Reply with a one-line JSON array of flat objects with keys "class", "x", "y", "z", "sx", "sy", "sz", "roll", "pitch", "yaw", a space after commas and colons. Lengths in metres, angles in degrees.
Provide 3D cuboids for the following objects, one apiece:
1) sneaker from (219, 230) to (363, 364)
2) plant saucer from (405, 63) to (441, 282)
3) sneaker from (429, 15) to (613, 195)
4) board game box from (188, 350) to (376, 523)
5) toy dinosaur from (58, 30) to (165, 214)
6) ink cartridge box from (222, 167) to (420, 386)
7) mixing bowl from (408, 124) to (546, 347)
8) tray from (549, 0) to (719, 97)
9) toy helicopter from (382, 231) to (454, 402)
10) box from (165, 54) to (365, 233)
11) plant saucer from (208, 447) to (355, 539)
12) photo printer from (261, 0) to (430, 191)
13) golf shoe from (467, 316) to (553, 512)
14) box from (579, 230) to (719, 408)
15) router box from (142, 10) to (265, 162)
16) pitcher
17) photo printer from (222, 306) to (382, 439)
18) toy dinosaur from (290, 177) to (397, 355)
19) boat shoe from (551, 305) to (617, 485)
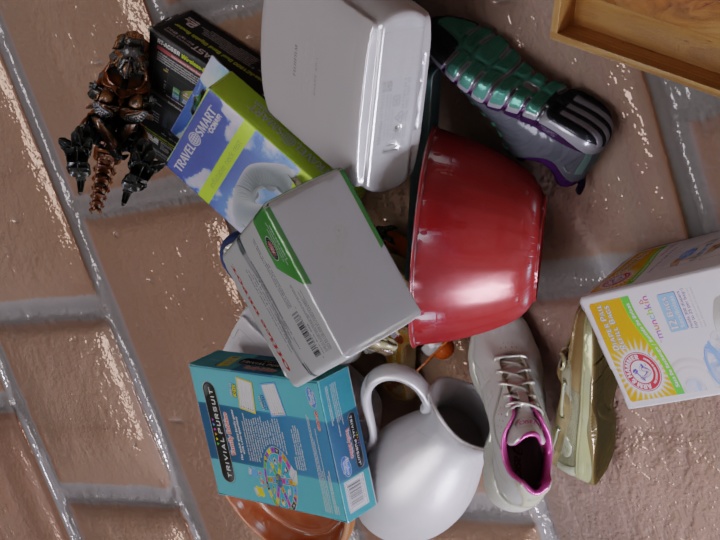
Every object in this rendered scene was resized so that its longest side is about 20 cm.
[{"class": "sneaker", "x": -0.080, "y": 0.023, "z": 1.591, "sx": 0.200, "sy": 0.088, "sz": 0.076, "roll": 37, "pitch": 108, "yaw": 21}, {"class": "plant saucer", "x": 0.057, "y": -0.087, "z": 1.394, "sx": 0.019, "sy": 0.070, "sz": 0.201, "roll": 5, "pitch": 109, "yaw": 9}, {"class": "sneaker", "x": 0.124, "y": -0.142, "z": 1.342, "sx": 0.200, "sy": 0.074, "sz": 0.088, "roll": 37, "pitch": 141, "yaw": 19}, {"class": "board game box", "x": -0.082, "y": 0.166, "z": 1.567, "sx": 0.199, "sy": 0.047, "sz": 0.152, "roll": 4, "pitch": 111, "yaw": 45}, {"class": "toy dinosaur", "x": -0.247, "y": -0.142, "z": 1.566, "sx": 0.101, "sy": 0.136, "sz": 0.201, "roll": -5, "pitch": 128, "yaw": 0}, {"class": "ink cartridge box", "x": -0.040, "y": 0.011, "z": 1.345, "sx": 0.147, "sy": 0.083, "sz": 0.200, "roll": 61, "pitch": 161, "yaw": 2}, {"class": "mixing bowl", "x": 0.108, "y": -0.025, "z": 1.362, "sx": 0.108, "sy": 0.201, "sz": 0.201, "roll": 7, "pitch": 123, "yaw": 8}, {"class": "tray", "x": 0.250, "y": -0.206, "z": 1.216, "sx": 0.199, "sy": 0.037, "sz": 0.099, "roll": 25, "pitch": 128, "yaw": 28}, {"class": "toy helicopter", "x": 0.049, "y": 0.065, "z": 1.539, "sx": 0.132, "sy": 0.079, "sz": 0.201, "roll": 30, "pitch": 144, "yaw": 27}, {"class": "box", "x": -0.103, "y": -0.100, "z": 1.490, "sx": 0.200, "sy": 0.048, "sz": 0.122, "roll": 41, "pitch": 133, "yaw": 3}, {"class": "plant saucer", "x": -0.084, "y": 0.225, "z": 1.672, "sx": 0.199, "sy": 0.032, "sz": 0.201, "roll": 22, "pitch": 128, "yaw": 31}, {"class": "photo printer", "x": -0.022, "y": -0.186, "z": 1.330, "sx": 0.200, "sy": 0.069, "sz": 0.167, "roll": 44, "pitch": 138, "yaw": 44}, {"class": "golf shoe", "x": 0.150, "y": 0.125, "z": 1.432, "sx": 0.092, "sy": 0.075, "sz": 0.202, "roll": 137, "pitch": 125, "yaw": -77}, {"class": "box", "x": 0.301, "y": 0.033, "z": 1.265, "sx": 0.199, "sy": 0.101, "sz": 0.113, "roll": -15, "pitch": 103, "yaw": 45}, {"class": "router box", "x": -0.137, "y": -0.153, "z": 1.570, "sx": 0.199, "sy": 0.062, "sz": 0.150, "roll": 34, "pitch": 134, "yaw": 21}, {"class": "pitcher", "x": 0.051, "y": 0.181, "z": 1.548, "sx": 0.171, "sy": 0.122, "sz": 0.200, "roll": 28, "pitch": 132, "yaw": -10}, {"class": "photo printer", "x": -0.069, "y": 0.145, "z": 1.684, "sx": 0.200, "sy": 0.069, "sz": 0.167, "roll": 42, "pitch": 136, "yaw": 14}, {"class": "toy dinosaur", "x": 0.000, "y": 0.000, "z": 1.432, "sx": 0.088, "sy": 0.047, "sz": 0.201, "roll": -8, "pitch": 113, "yaw": 41}, {"class": "boat shoe", "x": 0.204, "y": 0.110, "z": 1.423, "sx": 0.063, "sy": 0.073, "sz": 0.202, "roll": 17, "pitch": 132, "yaw": 28}]
